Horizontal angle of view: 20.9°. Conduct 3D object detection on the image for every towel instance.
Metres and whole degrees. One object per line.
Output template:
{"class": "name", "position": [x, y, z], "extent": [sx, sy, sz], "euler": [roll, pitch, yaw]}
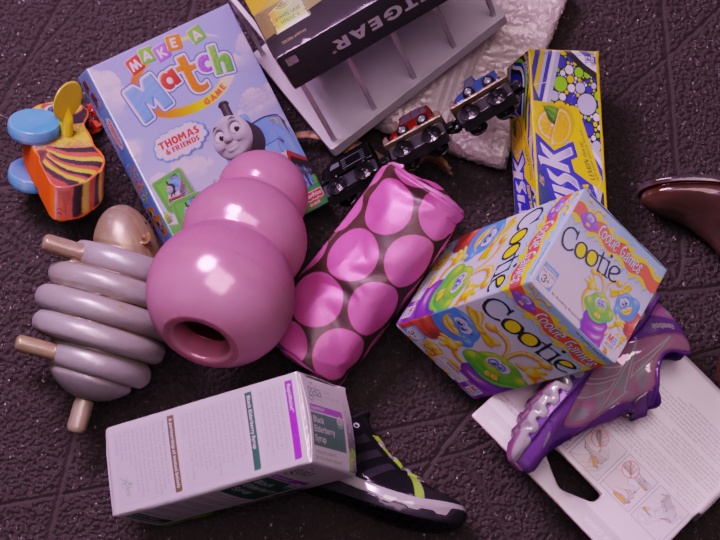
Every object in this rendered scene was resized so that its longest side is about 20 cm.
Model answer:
{"class": "towel", "position": [0.105, -0.200, 1.807], "extent": [0.132, 0.035, 0.201], "euler": [18, 75, 7]}

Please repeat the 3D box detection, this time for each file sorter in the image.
{"class": "file sorter", "position": [0.001, -0.235, 1.744], "extent": [0.200, 0.125, 0.139], "euler": [-38, 59, -2]}

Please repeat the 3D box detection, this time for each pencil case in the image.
{"class": "pencil case", "position": [0.000, 0.000, 1.699], "extent": [0.094, 0.091, 0.200], "euler": [40, 92, 28]}

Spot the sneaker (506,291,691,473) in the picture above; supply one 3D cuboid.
{"class": "sneaker", "position": [0.206, 0.101, 1.652], "extent": [0.088, 0.080, 0.200], "euler": [43, 78, -1]}

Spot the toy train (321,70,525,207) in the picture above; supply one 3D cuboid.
{"class": "toy train", "position": [0.053, -0.120, 1.725], "extent": [0.199, 0.034, 0.046], "euler": [-28, 53, 9]}

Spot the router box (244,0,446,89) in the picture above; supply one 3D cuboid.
{"class": "router box", "position": [-0.009, -0.270, 1.661], "extent": [0.199, 0.052, 0.158], "euler": [-30, 59, 3]}

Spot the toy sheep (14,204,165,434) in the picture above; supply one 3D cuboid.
{"class": "toy sheep", "position": [-0.225, 0.042, 1.692], "extent": [0.137, 0.138, 0.202], "euler": [15, 89, 5]}

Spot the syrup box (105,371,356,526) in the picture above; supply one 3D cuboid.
{"class": "syrup box", "position": [-0.109, 0.152, 1.639], "extent": [0.199, 0.079, 0.082], "euler": [-17, 71, 25]}

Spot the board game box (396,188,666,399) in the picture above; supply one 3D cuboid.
{"class": "board game box", "position": [0.139, 0.024, 1.632], "extent": [0.105, 0.200, 0.103], "euler": [43, 60, -16]}

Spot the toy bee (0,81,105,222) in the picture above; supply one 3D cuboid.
{"class": "toy bee", "position": [-0.268, -0.123, 1.752], "extent": [0.108, 0.131, 0.201], "euler": [-17, 61, -29]}

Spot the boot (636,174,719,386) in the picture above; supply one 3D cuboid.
{"class": "boot", "position": [0.321, 0.025, 1.716], "extent": [0.185, 0.064, 0.202], "euler": [11, 70, 2]}

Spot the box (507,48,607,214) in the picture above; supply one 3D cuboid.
{"class": "box", "position": [0.176, -0.092, 1.741], "extent": [0.069, 0.064, 0.202], "euler": [0, 79, -14]}

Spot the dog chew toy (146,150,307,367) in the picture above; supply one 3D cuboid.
{"class": "dog chew toy", "position": [-0.101, -0.019, 1.644], "extent": [0.124, 0.125, 0.201], "euler": [17, 55, 6]}

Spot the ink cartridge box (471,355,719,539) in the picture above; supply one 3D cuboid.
{"class": "ink cartridge box", "position": [0.224, 0.141, 1.698], "extent": [0.176, 0.045, 0.200], "euler": [-42, 77, -11]}

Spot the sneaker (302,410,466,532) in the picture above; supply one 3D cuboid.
{"class": "sneaker", "position": [0.003, 0.161, 1.681], "extent": [0.199, 0.072, 0.083], "euler": [20, 73, 6]}

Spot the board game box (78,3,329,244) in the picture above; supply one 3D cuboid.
{"class": "board game box", "position": [-0.138, -0.115, 1.737], "extent": [0.151, 0.037, 0.201], "euler": [-28, 91, -23]}

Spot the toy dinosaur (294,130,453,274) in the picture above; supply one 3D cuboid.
{"class": "toy dinosaur", "position": [0.022, -0.087, 1.761], "extent": [0.106, 0.060, 0.200], "euler": [-38, 76, -8]}
